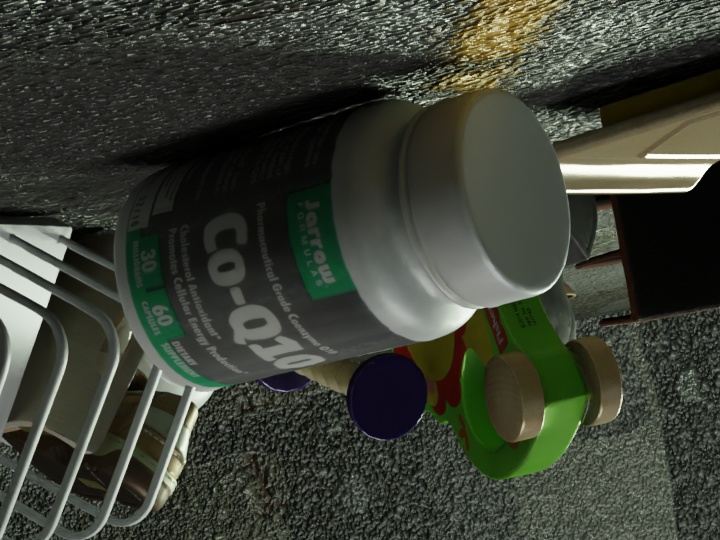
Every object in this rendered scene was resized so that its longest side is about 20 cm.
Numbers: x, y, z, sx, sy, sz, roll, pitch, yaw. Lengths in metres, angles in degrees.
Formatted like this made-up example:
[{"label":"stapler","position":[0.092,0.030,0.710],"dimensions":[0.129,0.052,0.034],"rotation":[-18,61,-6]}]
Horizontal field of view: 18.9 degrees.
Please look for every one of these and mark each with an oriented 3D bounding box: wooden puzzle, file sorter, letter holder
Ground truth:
[{"label":"wooden puzzle","position":[0.211,-0.089,1.143],"dimensions":[0.199,0.038,0.184],"rotation":[-22,169,36]},{"label":"file sorter","position":[-0.182,0.060,1.067],"dimensions":[0.124,0.140,0.200],"rotation":[25,-170,23]},{"label":"letter holder","position":[0.255,-0.022,1.577],"dimensions":[0.198,0.102,0.142],"rotation":[-9,176,-17]}]

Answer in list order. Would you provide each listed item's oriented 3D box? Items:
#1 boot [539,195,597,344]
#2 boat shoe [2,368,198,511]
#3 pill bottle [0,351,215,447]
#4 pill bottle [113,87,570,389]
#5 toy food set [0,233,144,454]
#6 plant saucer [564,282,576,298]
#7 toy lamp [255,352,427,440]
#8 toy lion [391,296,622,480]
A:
[{"label":"boot","position":[0.044,0.024,1.413],"dimensions":[0.199,0.190,0.068],"rotation":[-14,136,35]},{"label":"boat shoe","position":[-0.151,0.093,1.291],"dimensions":[0.072,0.076,0.199],"rotation":[43,161,-29]},{"label":"pill bottle","position":[-0.158,0.048,1.388],"dimensions":[0.199,0.113,0.112],"rotation":[-16,173,41]},{"label":"pill bottle","position":[-0.009,-0.016,1.014],"dimensions":[0.199,0.114,0.113],"rotation":[-15,173,35]},{"label":"toy food set","position":[-0.207,0.064,1.286],"dimensions":[0.199,0.144,0.060],"rotation":[-16,129,38]},{"label":"plant saucer","position":[0.115,0.028,2.155],"dimensions":[0.198,0.037,0.200],"rotation":[-10,175,-1]},{"label":"toy lamp","position":[-0.024,0.060,1.337],"dimensions":[0.058,0.059,0.200],"rotation":[-8,-166,-24]},{"label":"toy lion","position":[0.061,0.029,1.239],"dimensions":[0.068,0.202,0.192],"rotation":[-10,156,-21]}]
